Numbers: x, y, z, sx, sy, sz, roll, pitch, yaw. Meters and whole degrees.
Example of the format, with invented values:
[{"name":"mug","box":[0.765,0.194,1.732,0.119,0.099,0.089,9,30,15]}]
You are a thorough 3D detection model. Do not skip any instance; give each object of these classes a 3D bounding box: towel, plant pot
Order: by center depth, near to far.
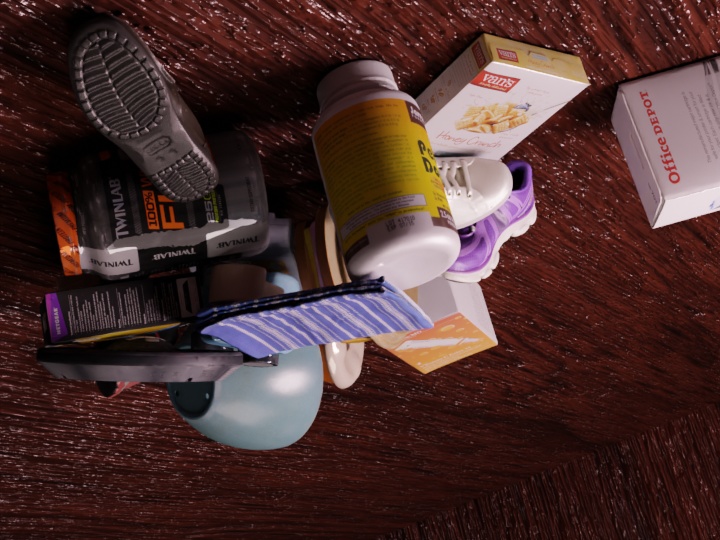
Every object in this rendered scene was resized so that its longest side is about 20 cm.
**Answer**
[{"name":"towel","box":[-0.043,0.051,1.107,0.197,0.024,0.145,-10,159,19]},{"name":"plant pot","box":[-0.163,0.130,1.443,0.199,0.203,0.134,-34,161,37]}]

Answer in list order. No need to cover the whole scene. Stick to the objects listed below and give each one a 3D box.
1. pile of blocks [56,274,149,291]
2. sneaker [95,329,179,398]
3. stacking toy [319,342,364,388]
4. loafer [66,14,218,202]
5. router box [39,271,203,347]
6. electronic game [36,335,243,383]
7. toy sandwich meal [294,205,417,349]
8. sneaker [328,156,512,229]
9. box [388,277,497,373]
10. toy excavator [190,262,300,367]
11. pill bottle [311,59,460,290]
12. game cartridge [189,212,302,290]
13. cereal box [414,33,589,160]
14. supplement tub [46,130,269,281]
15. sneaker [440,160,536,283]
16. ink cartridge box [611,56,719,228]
[{"name":"pile of blocks","box":[-0.264,-0.015,1.251,0.081,0.063,0.199,-2,162,-37]},{"name":"sneaker","box":[-0.277,0.095,1.509,0.086,0.075,0.200,-17,166,-43]},{"name":"stacking toy","box":[-0.100,0.083,1.553,0.196,0.149,0.146,-2,162,17]},{"name":"loafer","box":[-0.188,-0.142,0.989,0.072,0.072,0.201,-22,138,4]},{"name":"router box","box":[-0.247,0.042,1.178,0.146,0.052,0.200,-8,177,-17]},{"name":"electronic game","box":[-0.212,0.084,1.121,0.196,0.042,0.200,2,177,0]},{"name":"toy sandwich meal","box":[0.000,0.000,1.306,0.069,0.209,0.205,-12,161,23]},{"name":"sneaker","box":[0.065,-0.084,1.193,0.196,0.074,0.085,-11,160,-5]},{"name":"box","box":[0.100,0.060,1.624,0.123,0.099,0.200,-22,157,15]},{"name":"toy excavator","box":[-0.110,0.033,1.202,0.192,0.102,0.198,14,163,-40]},{"name":"pill bottle","box":[0.018,-0.090,1.081,0.107,0.203,0.110,-13,158,-5]},{"name":"game cartridge","box":[-0.129,-0.007,1.337,0.130,0.042,0.201,-2,154,6]},{"name":"cereal box","box":[0.120,-0.161,1.201,0.142,0.040,0.200,3,151,-37]},{"name":"supplement tub","box":[-0.193,-0.060,1.109,0.196,0.124,0.123,-11,157,-14]},{"name":"sneaker","box":[0.127,-0.059,1.270,0.200,0.080,0.085,-45,144,-41]},{"name":"ink cartridge box","box":[0.394,-0.150,1.276,0.197,0.149,0.086,-16,160,0]}]
